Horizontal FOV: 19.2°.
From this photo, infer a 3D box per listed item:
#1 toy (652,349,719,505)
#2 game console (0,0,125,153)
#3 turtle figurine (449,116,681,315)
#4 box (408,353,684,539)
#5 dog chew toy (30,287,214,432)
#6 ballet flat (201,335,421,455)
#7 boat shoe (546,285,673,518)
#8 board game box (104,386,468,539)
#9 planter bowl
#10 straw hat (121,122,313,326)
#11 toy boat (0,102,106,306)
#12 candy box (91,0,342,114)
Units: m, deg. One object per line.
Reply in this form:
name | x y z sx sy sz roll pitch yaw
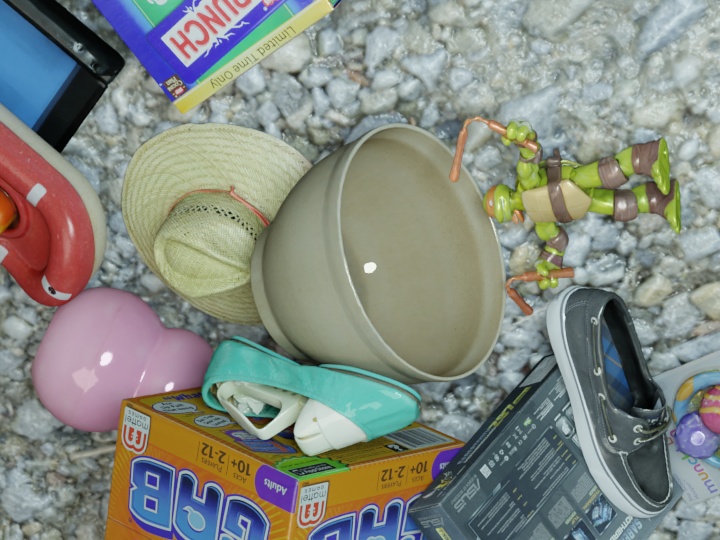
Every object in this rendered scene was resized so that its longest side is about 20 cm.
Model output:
toy | 0.298 0.119 1.668 0.200 0.047 0.115 -29 100 37
game console | -0.301 -0.188 1.704 0.200 0.176 0.117 39 95 -4
turtle figurine | 0.163 -0.052 1.635 0.161 0.065 0.200 -5 128 17
box | 0.150 0.183 1.684 0.158 0.200 0.051 52 147 -11
dog chew toy | -0.176 0.096 1.810 0.199 0.125 0.125 25 123 -4
ballet flat | -0.043 0.104 1.609 0.200 0.071 0.067 13 153 39
boat shoe | 0.210 0.103 1.662 0.066 0.070 0.201 -5 108 52
board game box | -0.065 0.213 1.699 0.199 0.200 0.201 20 108 40
planter bowl | 0.000 0.000 1.652 0.134 0.200 0.201 -17 110 37
straw hat | -0.120 -0.019 1.742 0.200 0.085 0.202 9 119 16
toy boat | -0.310 -0.045 1.756 0.200 0.131 0.131 40 140 0
candy box | -0.129 -0.246 1.628 0.169 0.077 0.200 -32 104 30
